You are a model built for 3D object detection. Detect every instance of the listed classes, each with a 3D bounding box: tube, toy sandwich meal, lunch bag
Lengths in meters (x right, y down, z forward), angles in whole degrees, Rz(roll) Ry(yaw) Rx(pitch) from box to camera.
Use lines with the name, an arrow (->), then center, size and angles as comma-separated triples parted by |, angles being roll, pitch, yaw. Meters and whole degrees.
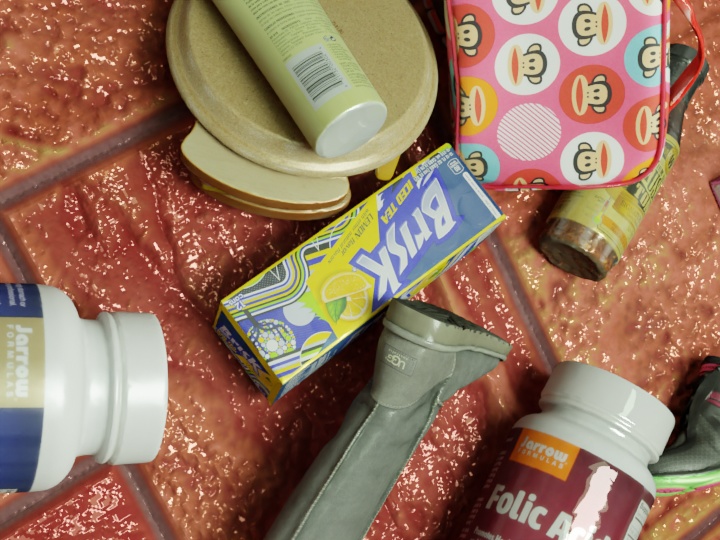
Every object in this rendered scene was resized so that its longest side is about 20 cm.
tube -> -0.054, -0.161, 0.684 | 0.052, 0.058, 0.201 | -39, 70, 19
toy sandwich meal -> -0.041, -0.129, 0.737 | 0.203, 0.070, 0.207 | 7, 64, -14
lunch bag -> 0.146, -0.155, 0.751 | 0.174, 0.082, 0.202 | -1, 119, 7

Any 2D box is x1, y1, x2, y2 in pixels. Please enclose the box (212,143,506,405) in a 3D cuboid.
box -> 0.000, 0.000, 0.745 | 0.199, 0.064, 0.070 | -36, 84, -22

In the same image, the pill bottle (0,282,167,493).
pill bottle -> -0.217, 0.066, 0.624 | 0.198, 0.119, 0.121 | 2, 87, -24

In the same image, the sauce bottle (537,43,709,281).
sauce bottle -> 0.209, -0.088, 0.851 | 0.066, 0.066, 0.201 | 36, 76, -19

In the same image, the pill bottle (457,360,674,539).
pill bottle -> 0.141, 0.175, 0.783 | 0.114, 0.114, 0.201 | 34, 75, -19

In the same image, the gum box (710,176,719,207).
gum box -> 0.393, -0.012, 0.929 | 0.113, 0.066, 0.201 | -29, 100, -21

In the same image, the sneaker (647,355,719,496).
sneaker -> 0.287, 0.116, 0.884 | 0.199, 0.077, 0.084 | -30, 83, -25

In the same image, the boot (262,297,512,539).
boot -> 0.019, 0.121, 0.745 | 0.181, 0.072, 0.202 | 15, 97, -61

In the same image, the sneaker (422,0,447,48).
sneaker -> 0.086, -0.235, 0.791 | 0.077, 0.082, 0.202 | -24, 100, -23
